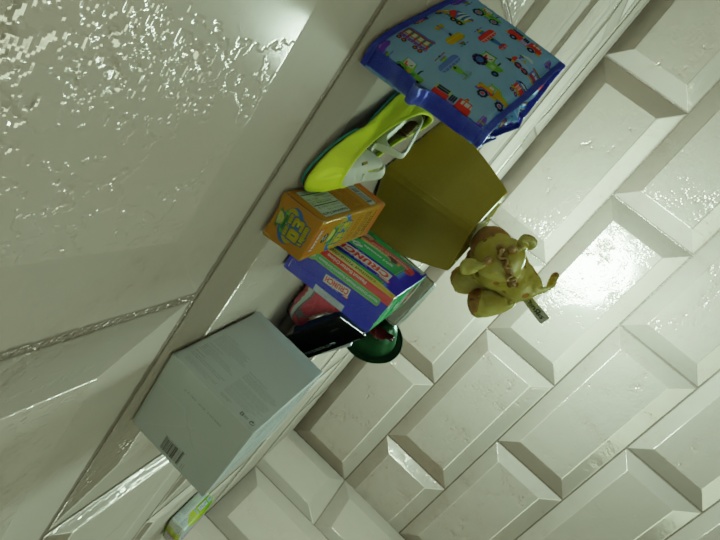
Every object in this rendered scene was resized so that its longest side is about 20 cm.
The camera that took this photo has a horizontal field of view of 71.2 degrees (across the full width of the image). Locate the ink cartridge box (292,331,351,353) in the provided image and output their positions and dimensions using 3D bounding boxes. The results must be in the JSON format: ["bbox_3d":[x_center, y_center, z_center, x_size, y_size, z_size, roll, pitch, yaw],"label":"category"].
[{"bbox_3d":[-0.073,0.125,1.178,0.162,0.050,0.200,-18,-159,22],"label":"ink cartridge box"}]

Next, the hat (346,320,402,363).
[{"bbox_3d":[0.052,0.111,1.187,0.166,0.200,0.176,-17,146,-33],"label":"hat"}]

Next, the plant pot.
[{"bbox_3d":[0.151,-0.123,0.947,0.200,0.176,0.200,-43,164,-31],"label":"plant pot"}]

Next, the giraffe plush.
[{"bbox_3d":[0.242,-0.008,0.891,0.173,0.200,0.162,-47,137,-4],"label":"giraffe plush"}]

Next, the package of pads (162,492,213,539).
[{"bbox_3d":[-0.626,0.894,1.816,0.154,0.068,0.200,-39,166,-49],"label":"package of pads"}]

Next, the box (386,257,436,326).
[{"bbox_3d":[0.091,0.042,1.147,0.128,0.109,0.200,-47,170,4],"label":"box"}]

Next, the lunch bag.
[{"bbox_3d":[0.106,-0.209,0.539,0.200,0.151,0.094,-39,166,-45],"label":"lunch bag"}]

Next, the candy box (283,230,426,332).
[{"bbox_3d":[0.000,0.000,0.824,0.077,0.169,0.200,-56,168,22],"label":"candy box"}]

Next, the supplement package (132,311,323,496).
[{"bbox_3d":[-0.191,0.189,0.759,0.151,0.152,0.200,-53,170,24],"label":"supplement package"}]

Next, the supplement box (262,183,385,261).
[{"bbox_3d":[-0.041,-0.072,0.673,0.067,0.069,0.200,-56,166,26],"label":"supplement box"}]

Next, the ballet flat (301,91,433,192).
[{"bbox_3d":[0.017,-0.151,0.620,0.200,0.067,0.067,-45,170,-21],"label":"ballet flat"}]

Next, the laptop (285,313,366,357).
[{"bbox_3d":[-0.094,0.107,1.025,0.187,0.116,0.200,-23,151,14],"label":"laptop"}]

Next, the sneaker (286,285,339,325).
[{"bbox_3d":[-0.075,0.061,0.965,0.074,0.087,0.200,-38,168,-45],"label":"sneaker"}]
